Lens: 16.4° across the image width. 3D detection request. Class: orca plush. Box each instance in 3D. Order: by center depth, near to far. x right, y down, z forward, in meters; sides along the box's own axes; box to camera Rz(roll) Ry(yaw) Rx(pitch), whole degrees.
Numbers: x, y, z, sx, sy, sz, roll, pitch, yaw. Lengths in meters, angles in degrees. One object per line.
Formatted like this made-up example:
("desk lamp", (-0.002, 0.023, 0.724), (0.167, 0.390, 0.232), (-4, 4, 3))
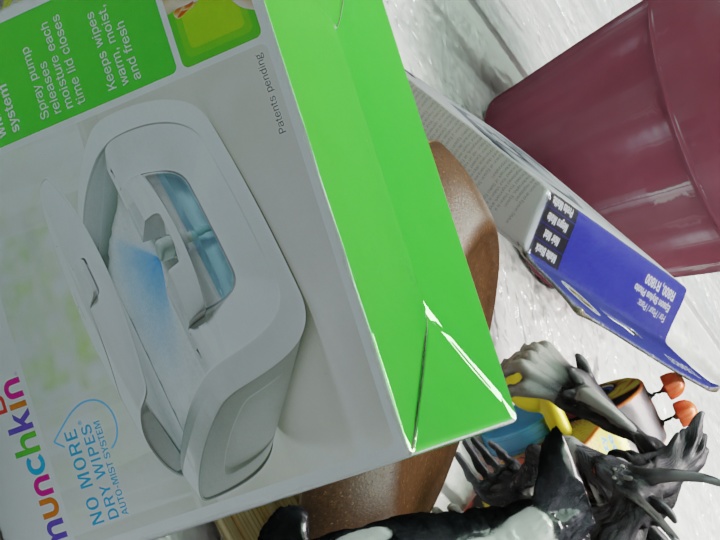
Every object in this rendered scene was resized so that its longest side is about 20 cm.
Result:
("orca plush", (-0.010, 0.110, 0.980), (0.071, 0.200, 0.105), (56, -7, 32))

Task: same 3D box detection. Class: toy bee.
("toy bee", (0.121, 0.087, 1.350), (0.131, 0.109, 0.200), (53, 29, -32))

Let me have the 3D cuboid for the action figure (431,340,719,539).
("action figure", (0.085, 0.105, 1.160), (0.102, 0.200, 0.119), (37, 67, -9))

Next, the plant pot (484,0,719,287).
("plant pot", (0.182, -0.075, 1.521), (0.200, 0.179, 0.200), (47, 32, -42))

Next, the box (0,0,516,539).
("box", (-0.063, -0.009, 0.917), (0.097, 0.176, 0.200), (-10, 82, -62))

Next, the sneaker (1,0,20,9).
("sneaker", (-0.046, -0.071, 1.023), (0.200, 0.105, 0.076), (27, 55, -23))

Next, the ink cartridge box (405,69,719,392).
("ink cartridge box", (0.100, -0.026, 1.343), (0.200, 0.041, 0.200), (42, 7, 30))

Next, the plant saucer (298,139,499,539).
("plant saucer", (0.023, 0.045, 1.086), (0.200, 0.037, 0.201), (16, 90, -78))

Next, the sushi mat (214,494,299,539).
("sushi mat", (-0.058, 0.071, 1.077), (0.200, 0.012, 0.096), (63, 23, -18))
